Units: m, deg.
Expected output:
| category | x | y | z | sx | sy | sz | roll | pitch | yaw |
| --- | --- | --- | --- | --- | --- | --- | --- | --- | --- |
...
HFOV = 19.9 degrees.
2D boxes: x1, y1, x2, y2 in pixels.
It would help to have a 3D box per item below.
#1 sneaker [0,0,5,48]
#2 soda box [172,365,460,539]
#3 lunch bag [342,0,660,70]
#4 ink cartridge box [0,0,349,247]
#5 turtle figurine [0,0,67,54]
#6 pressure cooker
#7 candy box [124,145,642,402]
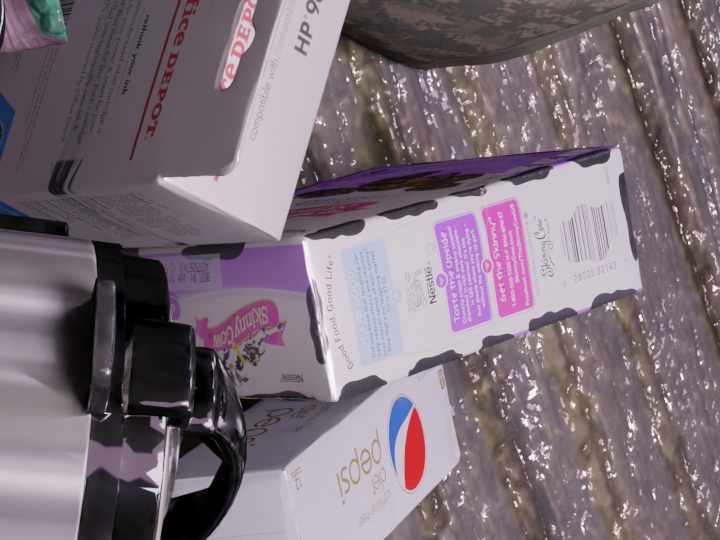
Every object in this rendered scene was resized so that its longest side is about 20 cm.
| category | x | y | z | sx | sy | sz | roll | pitch | yaw |
| --- | --- | --- | --- | --- | --- | --- | --- | --- | --- |
| sneaker | -0.216 | -0.074 | 0.671 | 0.199 | 0.112 | 0.074 | -18 | 92 | -16 |
| soda box | -0.019 | 0.092 | 0.935 | 0.200 | 0.068 | 0.064 | -34 | 114 | -65 |
| lunch bag | 0.044 | -0.175 | 0.960 | 0.163 | 0.199 | 0.118 | 19 | 78 | -39 |
| ink cartridge box | -0.077 | -0.074 | 0.848 | 0.068 | 0.199 | 0.117 | 27 | 72 | -38 |
| turtle figurine | -0.219 | -0.104 | 0.776 | 0.199 | 0.101 | 0.151 | -18 | 93 | -10 |
| pressure cooker | -0.144 | 0.071 | 0.769 | 0.199 | 0.176 | 0.180 | 7 | 100 | -12 |
| candy box | 0.000 | 0.000 | 0.938 | 0.199 | 0.167 | 0.072 | -18 | 101 | -41 |
